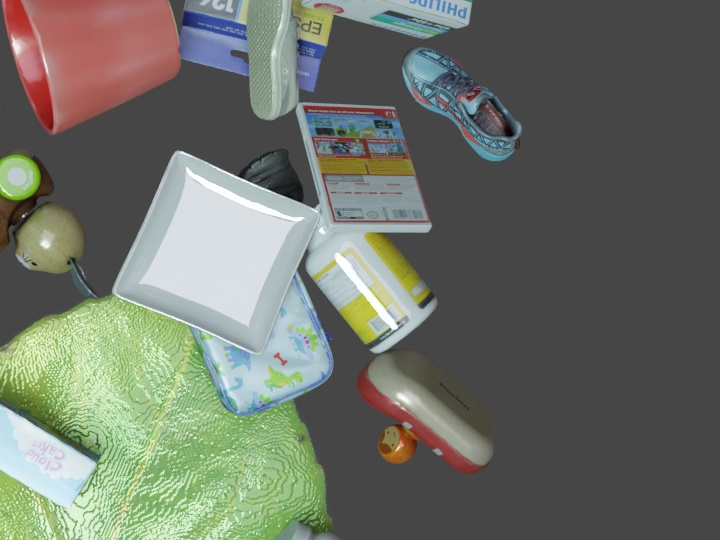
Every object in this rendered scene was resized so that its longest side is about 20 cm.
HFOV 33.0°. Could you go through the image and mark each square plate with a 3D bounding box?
[{"bbox_3d":[-0.177,-0.021,1.511,0.200,0.028,0.198,23,80,-4],"label":"square plate"}]

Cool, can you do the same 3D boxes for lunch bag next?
[{"bbox_3d":[-0.131,0.077,1.562,0.161,0.082,0.200,-24,89,-10],"label":"lunch bag"}]

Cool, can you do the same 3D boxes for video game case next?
[{"bbox_3d":[0.003,-0.135,1.583,0.143,0.017,0.200,-1,57,-23],"label":"video game case"}]

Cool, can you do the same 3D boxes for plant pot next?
[{"bbox_3d":[-0.332,-0.288,1.518,0.177,0.200,0.201,-19,88,-22],"label":"plant pot"}]

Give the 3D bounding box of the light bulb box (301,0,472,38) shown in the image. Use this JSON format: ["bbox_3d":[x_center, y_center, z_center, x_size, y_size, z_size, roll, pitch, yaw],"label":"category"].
[{"bbox_3d":[0.045,-0.430,1.594,0.198,0.125,0.200,9,87,-27],"label":"light bulb box"}]

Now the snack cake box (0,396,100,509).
[{"bbox_3d":[-0.419,0.207,1.478,0.200,0.115,0.067,33,79,-6],"label":"snack cake box"}]

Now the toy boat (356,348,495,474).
[{"bbox_3d":[0.072,0.199,1.581,0.200,0.131,0.131,41,110,-8],"label":"toy boat"}]

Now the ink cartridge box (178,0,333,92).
[{"bbox_3d":[-0.132,-0.361,1.627,0.197,0.047,0.200,12,80,-9],"label":"ink cartridge box"}]

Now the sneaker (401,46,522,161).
[{"bbox_3d":[0.145,-0.236,1.639,0.200,0.096,0.079,40,78,-5],"label":"sneaker"}]

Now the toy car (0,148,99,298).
[{"bbox_3d":[-0.403,-0.033,1.493,0.158,0.164,0.200,-46,106,-12],"label":"toy car"}]

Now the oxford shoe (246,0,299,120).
[{"bbox_3d":[-0.108,-0.297,1.588,0.058,0.075,0.200,-13,112,-41],"label":"oxford shoe"}]

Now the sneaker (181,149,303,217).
[{"bbox_3d":[-0.161,-0.077,1.580,0.200,0.076,0.091,-32,98,-10],"label":"sneaker"}]

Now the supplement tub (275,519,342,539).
[{"bbox_3d":[-0.033,0.418,1.514,0.200,0.145,0.146,36,79,-5],"label":"supplement tub"}]

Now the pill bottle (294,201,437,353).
[{"bbox_3d":[0.000,0.000,1.579,0.112,0.112,0.200,-39,92,-12],"label":"pill bottle"}]
